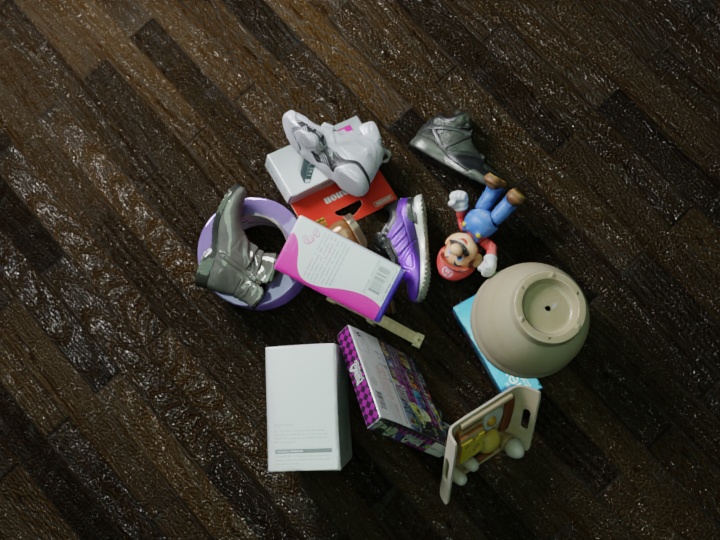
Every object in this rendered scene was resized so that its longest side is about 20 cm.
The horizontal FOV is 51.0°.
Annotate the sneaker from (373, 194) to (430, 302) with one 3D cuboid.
[{"bbox_3d":[0.075,-0.037,1.390,0.099,0.070,0.201,-4,77,11],"label":"sneaker"}]

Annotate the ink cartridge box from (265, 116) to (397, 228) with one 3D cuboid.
[{"bbox_3d":[-0.048,-0.171,1.394,0.200,0.044,0.174,-28,79,-21],"label":"ink cartridge box"}]

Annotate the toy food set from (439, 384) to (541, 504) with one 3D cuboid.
[{"bbox_3d":[0.216,0.290,1.254,0.200,0.144,0.060,-24,42,-32],"label":"toy food set"}]

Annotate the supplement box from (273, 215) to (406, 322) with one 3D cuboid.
[{"bbox_3d":[-0.033,-0.004,1.289,0.200,0.103,0.101,28,92,1],"label":"supplement box"}]

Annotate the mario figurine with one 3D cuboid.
[{"bbox_3d":[0.201,-0.068,1.332,0.106,0.124,0.200,24,107,-29],"label":"mario figurine"}]

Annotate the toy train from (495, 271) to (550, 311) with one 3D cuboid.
[{"bbox_3d":[0.321,0.059,1.367,0.200,0.042,0.057,22,73,7],"label":"toy train"}]

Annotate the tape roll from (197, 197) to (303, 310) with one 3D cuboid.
[{"bbox_3d":[-0.192,-0.029,1.396,0.199,0.085,0.201,-1,81,3],"label":"tape roll"}]

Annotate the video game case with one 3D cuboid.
[{"bbox_3d":[0.055,0.200,1.257,0.036,0.181,0.200,-43,42,20],"label":"video game case"}]

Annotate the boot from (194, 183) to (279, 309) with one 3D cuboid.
[{"bbox_3d":[-0.200,-0.041,1.331,0.130,0.068,0.201,18,91,2],"label":"boot"}]

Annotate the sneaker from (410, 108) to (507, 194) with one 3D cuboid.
[{"bbox_3d":[0.202,-0.226,1.399,0.199,0.076,0.114,35,92,14],"label":"sneaker"}]

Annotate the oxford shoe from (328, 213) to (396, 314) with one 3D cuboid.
[{"bbox_3d":[0.000,0.000,1.373,0.071,0.071,0.200,-30,93,-6],"label":"oxford shoe"}]

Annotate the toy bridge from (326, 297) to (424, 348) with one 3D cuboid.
[{"bbox_3d":[0.023,0.084,1.371,0.200,0.067,0.027,27,85,7],"label":"toy bridge"}]

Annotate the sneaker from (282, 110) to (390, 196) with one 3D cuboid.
[{"bbox_3d":[-0.040,-0.234,1.357,0.200,0.075,0.115,41,65,-3],"label":"sneaker"}]

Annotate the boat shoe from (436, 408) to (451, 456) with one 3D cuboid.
[{"bbox_3d":[0.122,0.277,1.341,0.200,0.072,0.071,29,76,-3],"label":"boat shoe"}]

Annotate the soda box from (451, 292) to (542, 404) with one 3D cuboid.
[{"bbox_3d":[0.241,0.138,1.348,0.068,0.064,0.200,-30,81,0],"label":"soda box"}]

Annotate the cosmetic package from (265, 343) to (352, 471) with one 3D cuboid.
[{"bbox_3d":[-0.085,0.230,1.290,0.123,0.199,0.201,-2,81,4],"label":"cosmetic package"}]

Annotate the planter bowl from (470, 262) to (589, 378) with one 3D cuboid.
[{"bbox_3d":[0.296,0.073,1.262,0.200,0.135,0.201,1,75,-4],"label":"planter bowl"}]
